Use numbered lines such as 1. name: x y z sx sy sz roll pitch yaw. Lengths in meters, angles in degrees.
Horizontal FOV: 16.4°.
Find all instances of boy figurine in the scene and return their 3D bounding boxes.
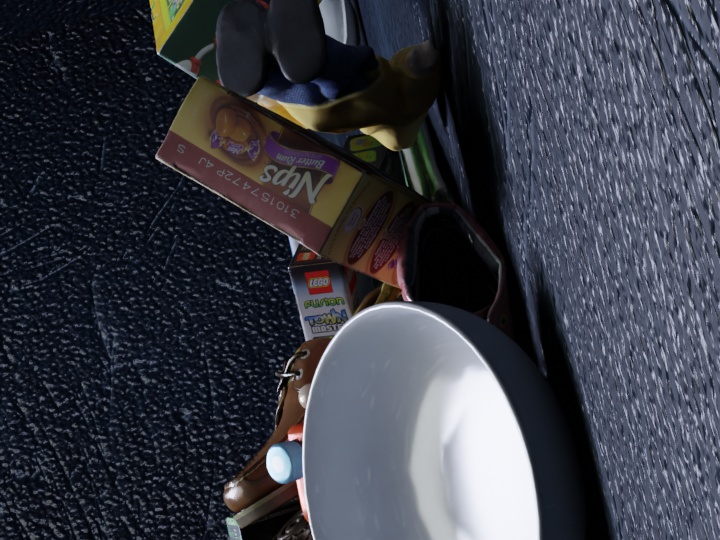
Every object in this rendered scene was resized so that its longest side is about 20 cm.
1. boy figurine: -0.004 -0.116 1.485 0.200 0.124 0.065 12 -111 -62

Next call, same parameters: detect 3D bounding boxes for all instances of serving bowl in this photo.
1. serving bowl: 0.052 0.111 1.275 0.200 0.065 0.202 17 111 52

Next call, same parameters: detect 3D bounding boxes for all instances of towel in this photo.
1. towel: 0.057 0.003 1.671 0.153 0.023 0.201 -105 2 -62

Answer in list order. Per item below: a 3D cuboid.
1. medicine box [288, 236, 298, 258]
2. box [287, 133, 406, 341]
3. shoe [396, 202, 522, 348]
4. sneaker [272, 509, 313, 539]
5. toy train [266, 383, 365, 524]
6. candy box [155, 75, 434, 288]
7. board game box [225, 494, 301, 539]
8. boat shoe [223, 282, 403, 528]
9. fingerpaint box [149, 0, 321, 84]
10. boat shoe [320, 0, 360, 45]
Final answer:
1. medicine box: 0.016 0.079 2.058 0.183 0.102 0.201 80 177 -49
2. box: 0.000 0.000 1.611 0.200 0.034 0.111 -69 -31 -61
3. shoe: 0.058 0.063 1.357 0.091 0.071 0.201 73 -174 -57
4. sneaker: 0.017 0.146 1.464 0.076 0.200 0.070 50 149 -9
5. toy train: 0.042 0.130 1.417 0.055 0.199 0.151 -9 89 47
6. candy box: -0.020 -0.043 1.413 0.116 0.057 0.200 31 -175 21
7. board game box: 0.018 0.174 1.524 0.023 0.199 0.106 -10 93 61
8. boat shoe: -0.022 0.075 1.463 0.068 0.200 0.072 54 138 -4
9. fingerpaint box: -0.059 -0.210 1.581 0.073 0.167 0.200 31 -168 -16
10. boat shoe: -0.047 -0.250 2.108 0.068 0.074 0.201 66 -169 -73
